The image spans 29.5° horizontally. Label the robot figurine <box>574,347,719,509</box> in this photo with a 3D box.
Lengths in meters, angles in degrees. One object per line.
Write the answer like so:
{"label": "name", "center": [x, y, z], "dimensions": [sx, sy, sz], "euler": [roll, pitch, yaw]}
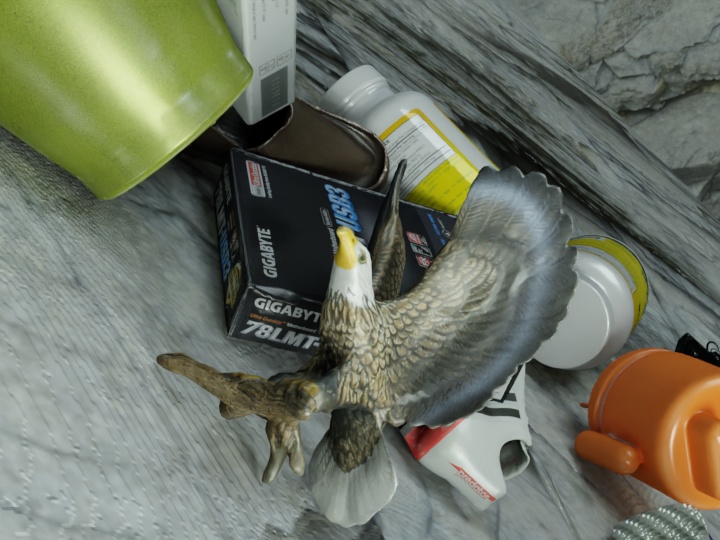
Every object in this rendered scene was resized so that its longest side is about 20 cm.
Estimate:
{"label": "robot figurine", "center": [0.268, 0.129, 1.148], "dimensions": [0.117, 0.144, 0.200], "euler": [39, -6, -21]}

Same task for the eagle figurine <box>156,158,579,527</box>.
{"label": "eagle figurine", "center": [0.014, 0.027, 0.767], "dimensions": [0.152, 0.151, 0.200], "euler": [45, 55, 13]}

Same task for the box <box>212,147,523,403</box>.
{"label": "box", "center": [0.000, 0.000, 0.958], "dimensions": [0.198, 0.050, 0.200], "euler": [17, 25, -17]}

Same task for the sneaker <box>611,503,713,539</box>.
{"label": "sneaker", "center": [0.247, 0.245, 0.989], "dimensions": [0.200, 0.069, 0.100], "euler": [-139, -149, -71]}

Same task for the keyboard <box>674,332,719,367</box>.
{"label": "keyboard", "center": [0.449, 0.162, 1.648], "dimensions": [0.200, 0.040, 0.104], "euler": [43, 42, -3]}

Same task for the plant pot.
{"label": "plant pot", "center": [-0.172, -0.155, 0.846], "dimensions": [0.193, 0.200, 0.200], "euler": [50, 16, -15]}

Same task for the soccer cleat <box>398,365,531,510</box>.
{"label": "soccer cleat", "center": [0.090, 0.105, 0.975], "dimensions": [0.085, 0.069, 0.200], "euler": [49, 22, 1]}

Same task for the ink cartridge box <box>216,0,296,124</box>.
{"label": "ink cartridge box", "center": [-0.106, -0.216, 0.911], "dimensions": [0.174, 0.044, 0.200], "euler": [55, -16, 18]}

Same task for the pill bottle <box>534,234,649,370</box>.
{"label": "pill bottle", "center": [0.208, 0.032, 1.298], "dimensions": [0.112, 0.112, 0.200], "euler": [45, 19, 7]}

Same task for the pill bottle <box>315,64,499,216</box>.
{"label": "pill bottle", "center": [0.050, -0.077, 1.140], "dimensions": [0.200, 0.104, 0.104], "euler": [48, 19, 14]}

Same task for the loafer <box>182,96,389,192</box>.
{"label": "loafer", "center": [-0.062, -0.098, 1.037], "dimensions": [0.200, 0.073, 0.071], "euler": [14, -12, -24]}
